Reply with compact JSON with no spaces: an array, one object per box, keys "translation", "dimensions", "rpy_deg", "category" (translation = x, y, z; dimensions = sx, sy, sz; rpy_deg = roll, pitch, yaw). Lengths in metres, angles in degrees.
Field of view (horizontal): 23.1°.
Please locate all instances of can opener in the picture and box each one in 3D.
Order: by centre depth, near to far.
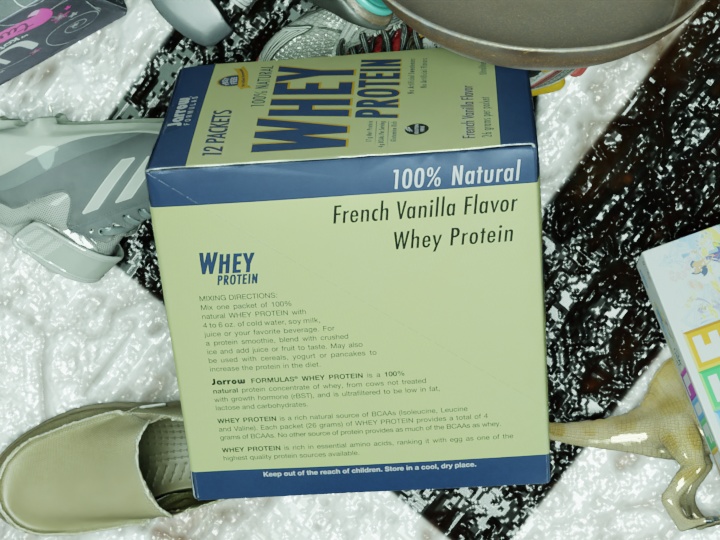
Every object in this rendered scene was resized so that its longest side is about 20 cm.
[{"translation":[-0.133,-0.227,1.040],"dimensions":[0.066,0.053,0.201],"rpy_deg":[-35,88,9],"category":"can opener"}]

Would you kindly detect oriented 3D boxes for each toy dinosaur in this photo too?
[{"translation":[0.190,0.099,1.024],"dimensions":[0.198,0.058,0.102],"rpy_deg":[-14,76,0],"category":"toy dinosaur"}]

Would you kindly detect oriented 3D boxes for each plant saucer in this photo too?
[{"translation":[0.095,-0.167,0.966],"dimensions":[0.198,0.201,0.032],"rpy_deg":[10,133,7],"category":"plant saucer"}]

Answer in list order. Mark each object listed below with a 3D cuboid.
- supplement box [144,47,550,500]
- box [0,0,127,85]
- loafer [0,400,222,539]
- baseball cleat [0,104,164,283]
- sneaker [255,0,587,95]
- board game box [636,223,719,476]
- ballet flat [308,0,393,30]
[{"translation":[0.000,0.000,0.953],"dimensions":[0.198,0.135,0.202],"rpy_deg":[-4,118,4],"category":"supplement box"},{"translation":[-0.257,-0.157,1.020],"dimensions":[0.199,0.132,0.116],"rpy_deg":[-29,88,8],"category":"box"},{"translation":[-0.134,0.114,1.051],"dimensions":[0.198,0.067,0.077],"rpy_deg":[-15,91,8],"category":"loafer"},{"translation":[-0.131,-0.046,1.050],"dimensions":[0.198,0.070,0.108],"rpy_deg":[2,101,16],"category":"baseball cleat"},{"translation":[0.034,-0.130,1.009],"dimensions":[0.198,0.082,0.079],"rpy_deg":[-10,92,8],"category":"sneaker"},{"translation":[0.253,0.063,0.981],"dimensions":[0.133,0.034,0.202],"rpy_deg":[-20,77,-1],"category":"board game box"},{"translation":[-0.039,-0.209,1.013],"dimensions":[0.068,0.068,0.202],"rpy_deg":[-36,65,35],"category":"ballet flat"}]
